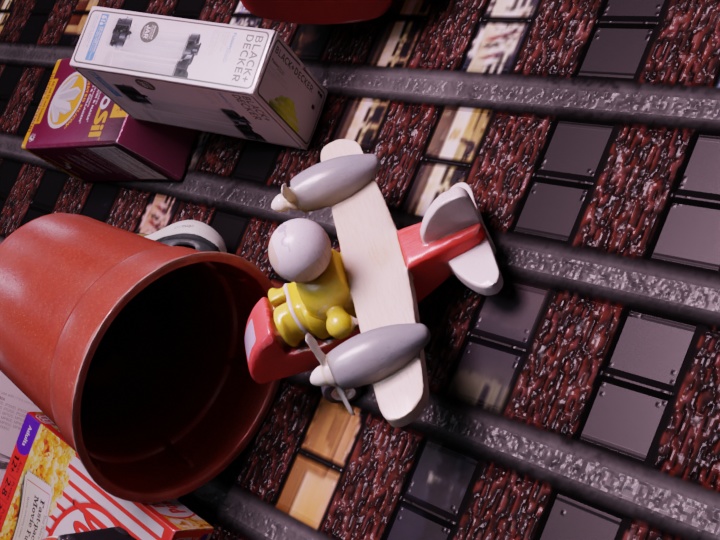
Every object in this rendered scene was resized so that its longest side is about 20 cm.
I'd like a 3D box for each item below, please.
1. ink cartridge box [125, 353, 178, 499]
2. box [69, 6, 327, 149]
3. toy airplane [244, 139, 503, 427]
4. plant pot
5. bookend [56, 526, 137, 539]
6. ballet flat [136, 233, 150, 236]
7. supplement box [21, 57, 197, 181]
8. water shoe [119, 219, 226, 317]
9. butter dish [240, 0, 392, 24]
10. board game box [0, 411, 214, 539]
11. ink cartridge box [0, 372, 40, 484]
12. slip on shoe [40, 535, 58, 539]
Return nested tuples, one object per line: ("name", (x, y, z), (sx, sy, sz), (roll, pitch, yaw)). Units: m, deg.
("ink cartridge box", (-0.218, 0.134, 1.133), (0.109, 0.050, 0.201), (-35, 46, 28))
("box", (-0.143, -0.172, 1.133), (0.199, 0.117, 0.061), (12, 75, 25))
("toy airplane", (0.000, 0.000, 0.906), (0.199, 0.141, 0.200), (13, 77, 50))
("plant pot", (-0.197, 0.051, 1.015), (0.195, 0.200, 0.202), (25, 86, 40))
("bookend", (-0.156, 0.312, 0.851), (0.199, 0.092, 0.199), (32, 92, 17))
("ballet flat", (-0.279, 0.000, 1.268), (0.199, 0.071, 0.071), (-15, 57, 41))
("supplement box", (-0.253, -0.159, 1.319), (0.199, 0.085, 0.111), (4, 70, 48))
("water shoe", (-0.211, 0.017, 1.165), (0.199, 0.072, 0.079), (-28, 29, 33))
("butter dish", (-0.038, -0.286, 1.128), (0.198, 0.148, 0.201), (0, 58, 3))
("board game box", (-0.221, 0.226, 1.026), (0.199, 0.046, 0.152), (27, 100, 36))
("ink cartridge box", (-0.390, 0.198, 1.255), (0.146, 0.083, 0.201), (-4, 65, 45))
("slip on shoe", (-0.214, 0.291, 0.945), (0.074, 0.061, 0.201), (-41, 64, 23))
